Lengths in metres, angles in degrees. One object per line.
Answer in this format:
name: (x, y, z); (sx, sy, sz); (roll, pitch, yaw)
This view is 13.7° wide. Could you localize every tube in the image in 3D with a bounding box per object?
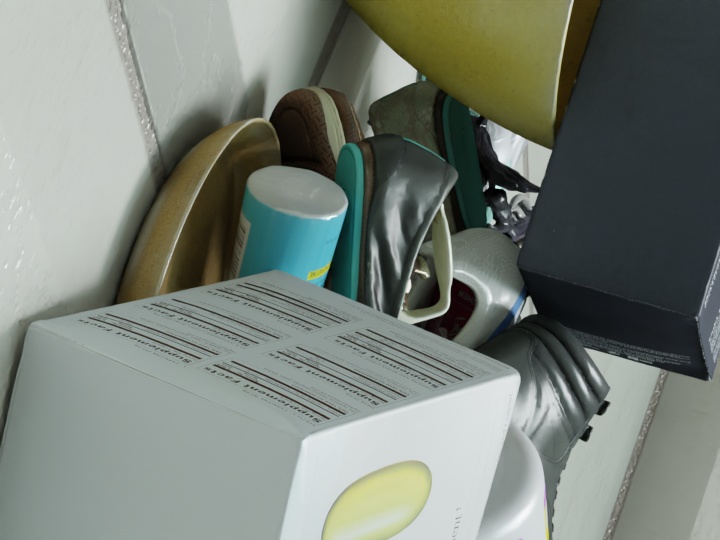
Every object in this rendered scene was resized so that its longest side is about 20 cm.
tube: (-0.053, 0.045, 1.495); (0.077, 0.050, 0.200); (-42, 151, -56)

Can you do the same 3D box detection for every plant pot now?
plant pot: (0.070, -0.178, 1.637); (0.200, 0.142, 0.200); (16, 90, -77)
plant pot: (-0.086, 0.019, 1.467); (0.200, 0.027, 0.200); (15, 90, -78)

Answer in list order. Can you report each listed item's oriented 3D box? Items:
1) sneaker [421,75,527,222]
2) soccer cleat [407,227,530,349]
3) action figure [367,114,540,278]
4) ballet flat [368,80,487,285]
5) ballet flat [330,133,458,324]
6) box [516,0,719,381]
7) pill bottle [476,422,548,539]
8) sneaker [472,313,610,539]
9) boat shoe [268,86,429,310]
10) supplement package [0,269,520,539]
sneaker: (0.088, -0.134, 1.956); (0.140, 0.078, 0.200); (-62, 172, -50)
soccer cleat: (0.031, 0.068, 1.665); (0.086, 0.070, 0.200); (-2, 115, -50)
action figure: (0.048, -0.024, 1.810); (0.102, 0.119, 0.200); (-33, 143, -67)
ballet flat: (0.048, -0.011, 1.733); (0.067, 0.062, 0.200); (-20, 100, -66)
ballet flat: (0.010, 0.032, 1.498); (0.068, 0.068, 0.200); (-133, -127, -66)
box: (0.170, -0.061, 1.651); (0.182, 0.104, 0.200); (61, 46, -75)
pill bottle: (0.050, 0.173, 1.581); (0.104, 0.104, 0.200); (-62, 155, -43)
sneaker: (0.100, 0.110, 1.655); (0.099, 0.071, 0.200); (-35, 133, -24)
boat shoe: (-0.004, -0.001, 1.569); (0.075, 0.075, 0.203); (-15, 110, -33)
supplement package: (-0.054, 0.121, 1.346); (0.200, 0.147, 0.192); (-13, 120, -59)
